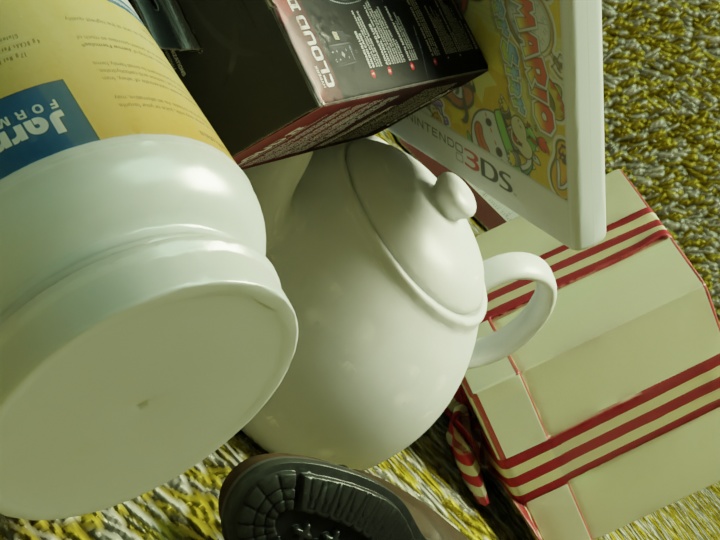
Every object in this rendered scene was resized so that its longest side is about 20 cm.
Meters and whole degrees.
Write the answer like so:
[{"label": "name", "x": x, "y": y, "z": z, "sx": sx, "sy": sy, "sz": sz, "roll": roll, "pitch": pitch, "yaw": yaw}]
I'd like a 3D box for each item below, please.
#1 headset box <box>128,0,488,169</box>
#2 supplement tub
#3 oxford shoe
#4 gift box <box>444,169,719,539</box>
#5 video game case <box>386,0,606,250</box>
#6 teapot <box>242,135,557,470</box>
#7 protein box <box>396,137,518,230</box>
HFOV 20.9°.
[{"label": "headset box", "x": -0.041, "y": -0.126, "z": 0.828, "sx": 0.149, "sy": 0.077, "sz": 0.200, "roll": 63, "pitch": 28, "yaw": 2}, {"label": "supplement tub", "x": -0.122, "y": -0.027, "z": 0.694, "sx": 0.200, "sy": 0.145, "sz": 0.145, "roll": 55, "pitch": 13, "yaw": 28}, {"label": "oxford shoe", "x": -0.011, "y": 0.121, "z": 0.875, "sx": 0.084, "sy": 0.073, "sz": 0.200, "roll": 37, "pitch": -1, "yaw": 39}, {"label": "gift box", "x": 0.143, "y": 0.080, "z": 1.289, "sx": 0.185, "sy": 0.186, "sz": 0.200, "roll": -114, "pitch": 179, "yaw": -61}, {"label": "video game case", "x": 0.047, "y": -0.130, "z": 0.911, "sx": 0.182, "sy": 0.023, "sz": 0.200, "roll": 37, "pitch": -38, "yaw": 45}, {"label": "teapot", "x": 0.000, "y": 0.000, "z": 1.005, "sx": 0.198, "sy": 0.146, "sz": 0.200, "roll": 53, "pitch": 20, "yaw": -7}, {"label": "protein box", "x": 0.130, "y": -0.167, "z": 2.144, "sx": 0.200, "sy": 0.135, "sz": 0.199, "roll": 43, "pitch": 13, "yaw": -30}]
